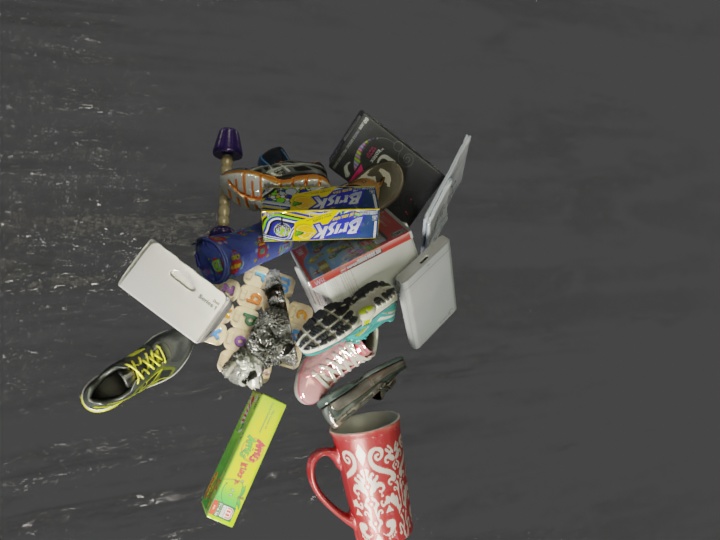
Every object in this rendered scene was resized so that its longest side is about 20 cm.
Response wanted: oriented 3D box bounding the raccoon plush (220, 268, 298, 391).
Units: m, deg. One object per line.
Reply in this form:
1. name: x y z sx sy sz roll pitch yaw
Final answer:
1. raccoon plush: -0.188 0.110 1.009 0.131 0.098 0.203 -12 56 -7

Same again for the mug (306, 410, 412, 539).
1. mug: 0.006 0.377 1.031 0.173 0.133 0.205 -11 90 10

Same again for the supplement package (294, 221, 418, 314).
1. supplement package: 0.000 0.000 1.060 0.199 0.116 0.119 -36 120 -22

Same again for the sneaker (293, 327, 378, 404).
1. sneaker: -0.039 0.160 1.041 0.075 0.104 0.201 46 68 -21

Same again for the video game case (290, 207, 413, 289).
1. video game case: -0.020 -0.047 1.010 0.197 0.143 0.018 -27 121 -7

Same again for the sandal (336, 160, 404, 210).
1. sandal: -0.008 -0.136 1.028 0.196 0.055 0.083 -20 96 -7

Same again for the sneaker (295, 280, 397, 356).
1. sneaker: -0.015 0.095 0.961 0.197 0.077 0.081 -26 130 -23

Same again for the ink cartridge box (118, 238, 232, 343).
1. ink cartridge box: -0.284 0.039 0.904 0.144 0.200 0.085 37 78 -6

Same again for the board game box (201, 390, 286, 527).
1. board game box: -0.197 0.309 0.959 0.047 0.101 0.203 28 73 -14

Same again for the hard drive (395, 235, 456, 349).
1. hard drive: 0.131 0.047 1.100 0.132 0.026 0.202 -41 142 -22

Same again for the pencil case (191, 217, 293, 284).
1. pencil case: -0.200 -0.041 0.985 0.199 0.085 0.080 -30 121 -54

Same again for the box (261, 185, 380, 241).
1. box: -0.068 -0.097 0.966 0.195 0.065 0.071 -2 43 -6

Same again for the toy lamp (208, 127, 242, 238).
1. toy lamp: -0.244 -0.158 1.039 0.057 0.058 0.205 3 82 -21

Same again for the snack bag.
1. snack bag: 0.170 -0.142 1.134 0.021 0.189 0.203 25 75 12

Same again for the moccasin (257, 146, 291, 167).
1. moccasin: -0.107 -0.155 1.080 0.201 0.080 0.068 50 61 -10

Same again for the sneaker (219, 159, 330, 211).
1. sneaker: -0.149 -0.157 1.008 0.195 0.079 0.078 2 46 -5

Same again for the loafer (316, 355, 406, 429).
1. loafer: 0.012 0.227 1.062 0.197 0.072 0.064 -23 76 -29

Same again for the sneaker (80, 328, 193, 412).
1. sneaker: -0.357 0.165 0.928 0.199 0.084 0.075 -37 96 -22

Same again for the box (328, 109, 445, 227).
1. box: 0.048 -0.200 1.111 0.198 0.106 0.123 34 104 -14

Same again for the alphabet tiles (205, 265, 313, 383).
1. alphabet tiles: -0.189 0.096 1.043 0.192 0.015 0.204 19 75 -15
